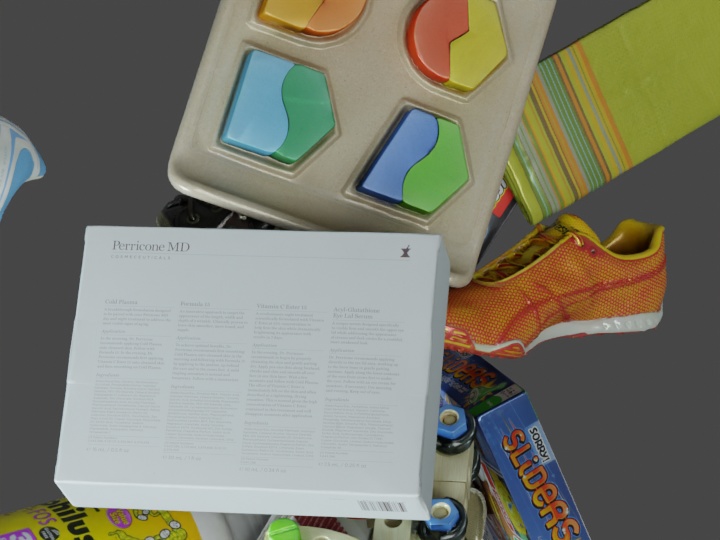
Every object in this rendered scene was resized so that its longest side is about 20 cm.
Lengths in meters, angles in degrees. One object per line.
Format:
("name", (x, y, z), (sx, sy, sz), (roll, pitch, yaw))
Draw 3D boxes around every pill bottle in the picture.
("pill bottle", (-0.141, 0.175, 1.715), (0.200, 0.104, 0.104), (-14, 108, -29))

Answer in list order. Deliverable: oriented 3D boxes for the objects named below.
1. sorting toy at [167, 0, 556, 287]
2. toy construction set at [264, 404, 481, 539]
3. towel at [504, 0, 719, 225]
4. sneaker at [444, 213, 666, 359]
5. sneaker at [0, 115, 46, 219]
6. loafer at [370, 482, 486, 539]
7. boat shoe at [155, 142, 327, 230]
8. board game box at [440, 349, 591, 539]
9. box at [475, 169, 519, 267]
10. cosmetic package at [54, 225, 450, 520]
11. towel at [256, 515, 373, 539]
("sorting toy", (0.005, -0.110, 1.686), (0.185, 0.036, 0.200), (19, 77, -12))
("toy construction set", (-0.003, 0.122, 1.667), (0.131, 0.092, 0.200), (1, 67, 8))
("towel", (0.162, -0.110, 1.769), (0.200, 0.018, 0.086), (-30, 108, -17))
("sneaker", (0.098, 0.007, 1.754), (0.200, 0.073, 0.077), (-14, 108, -42))
("sneaker", (-0.248, 0.001, 1.673), (0.072, 0.072, 0.200), (31, 100, -41))
("loafer", (0.037, 0.212, 1.748), (0.076, 0.068, 0.200), (20, 87, -50))
("boat shoe", (-0.087, -0.014, 1.709), (0.065, 0.073, 0.200), (30, 90, -20))
("board game box", (0.098, 0.146, 1.770), (0.034, 0.135, 0.200), (-28, 110, -10))
("box", (0.000, 0.000, 1.758), (0.110, 0.035, 0.200), (33, 93, -21))
("cosmetic package", (-0.056, 0.054, 1.624), (0.200, 0.052, 0.151), (2, 70, 9))
("towel", (-0.016, 0.180, 1.746), (0.200, 0.023, 0.144), (-56, 136, -21))
